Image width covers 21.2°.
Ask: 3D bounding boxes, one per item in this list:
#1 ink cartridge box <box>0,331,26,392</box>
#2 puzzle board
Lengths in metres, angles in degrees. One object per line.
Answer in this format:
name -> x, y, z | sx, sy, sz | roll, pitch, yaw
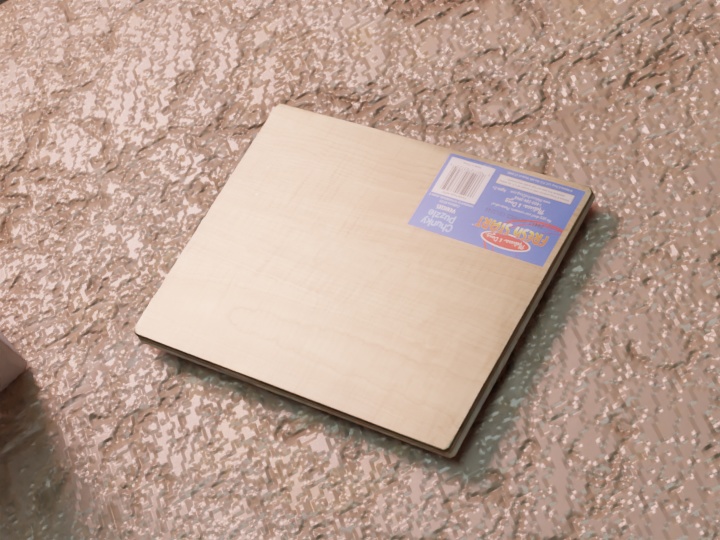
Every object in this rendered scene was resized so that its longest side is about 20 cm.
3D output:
ink cartridge box -> -0.287, 0.023, 0.942 | 0.147, 0.200, 0.146 | -44, 71, -7
puzzle board -> 0.000, 0.000, 0.956 | 0.199, 0.017, 0.151 | 18, 67, 34
